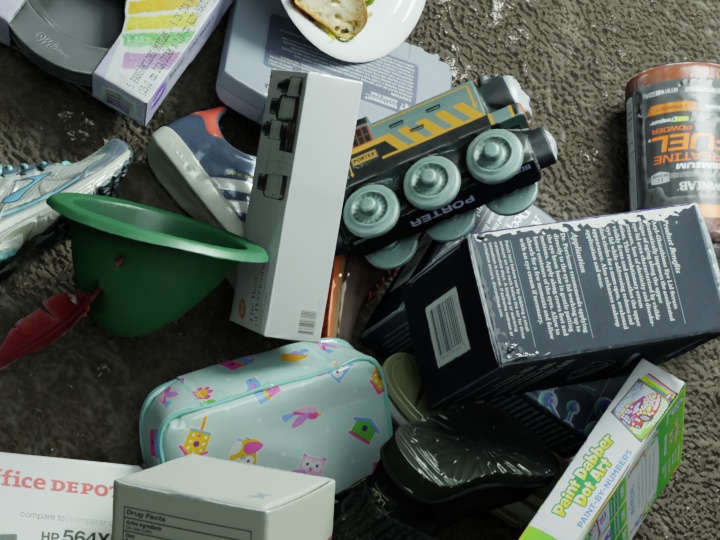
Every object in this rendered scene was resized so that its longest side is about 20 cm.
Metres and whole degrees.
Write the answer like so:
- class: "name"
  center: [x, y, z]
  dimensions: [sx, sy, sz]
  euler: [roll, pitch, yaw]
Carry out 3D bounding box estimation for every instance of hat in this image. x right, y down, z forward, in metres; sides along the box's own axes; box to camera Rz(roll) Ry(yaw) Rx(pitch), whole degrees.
- class: "hat"
  center: [-0.178, 0.045, 1.475]
  dimensions: [0.165, 0.200, 0.177]
  euler: [11, 97, -34]

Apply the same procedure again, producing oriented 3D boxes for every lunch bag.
- class: "lunch bag"
  center: [-0.073, 0.149, 1.528]
  dimensions: [0.199, 0.077, 0.161]
  euler: [-16, 112, -20]

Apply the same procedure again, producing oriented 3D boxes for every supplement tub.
- class: "supplement tub"
  center: [0.287, -0.073, 1.722]
  dimensions: [0.107, 0.107, 0.201]
  euler: [4, 74, -18]

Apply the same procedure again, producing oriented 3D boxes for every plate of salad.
- class: "plate of salad"
  center: [-0.001, -0.273, 1.635]
  dimensions: [0.200, 0.048, 0.201]
  euler: [1, 88, -45]

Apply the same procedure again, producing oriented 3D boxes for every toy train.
- class: "toy train"
  center: [0.052, -0.083, 1.558]
  dimensions: [0.200, 0.085, 0.114]
  euler: [-24, 61, 7]

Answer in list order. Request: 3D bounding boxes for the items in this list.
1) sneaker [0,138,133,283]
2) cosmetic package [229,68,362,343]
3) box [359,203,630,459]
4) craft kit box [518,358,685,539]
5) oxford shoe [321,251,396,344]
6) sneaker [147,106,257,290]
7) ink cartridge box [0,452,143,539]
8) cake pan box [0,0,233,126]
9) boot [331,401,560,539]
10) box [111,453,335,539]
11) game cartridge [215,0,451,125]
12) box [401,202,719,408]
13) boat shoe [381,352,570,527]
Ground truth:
- class: "sneaker"
  center: [-0.267, -0.058, 1.542]
  dimensions: [0.200, 0.078, 0.086]
  euler: [-36, 85, -25]
- class: "cosmetic package"
  center: [-0.051, -0.051, 1.509]
  dimensions: [0.051, 0.083, 0.201]
  euler: [8, 93, -22]
- class: "box"
  center: [0.128, 0.042, 1.634]
  dimensions: [0.200, 0.107, 0.149]
  euler: [34, 66, -8]
- class: "craft kit box"
  center: [0.186, 0.189, 1.551]
  dimensions: [0.048, 0.200, 0.198]
  euler: [34, 75, 20]
- class: "oxford shoe"
  center: [0.000, 0.000, 1.622]
  dimensions: [0.072, 0.071, 0.201]
  euler: [17, 70, -18]
- class: "sneaker"
  center: [-0.085, -0.047, 1.602]
  dimensions: [0.084, 0.075, 0.200]
  euler: [-34, 89, -23]
- class: "ink cartridge box"
  center: [-0.245, 0.239, 1.461]
  dimensions: [0.146, 0.084, 0.201]
  euler: [8, 74, -17]
- class: "cake pan box"
  center: [-0.205, -0.239, 1.612]
  dimensions: [0.184, 0.052, 0.200]
  euler: [31, 68, 5]
- class: "boot"
  center: [0.044, 0.180, 1.494]
  dimensions: [0.211, 0.158, 0.079]
  euler: [1, 43, -50]
- class: "box"
  center: [-0.099, 0.243, 1.400]
  dimensions: [0.128, 0.109, 0.201]
  euler: [8, 99, 26]
- class: "game cartridge"
  center: [-0.021, -0.155, 1.650]
  dimensions: [0.199, 0.041, 0.133]
  euler: [18, 43, -13]
- class: "box"
  center: [0.155, 0.028, 1.509]
  dimensions: [0.199, 0.148, 0.105]
  euler: [-8, 77, -22]
- class: "boat shoe"
  center: [0.083, 0.146, 1.596]
  dimensions: [0.200, 0.068, 0.075]
  euler: [38, 45, -12]
